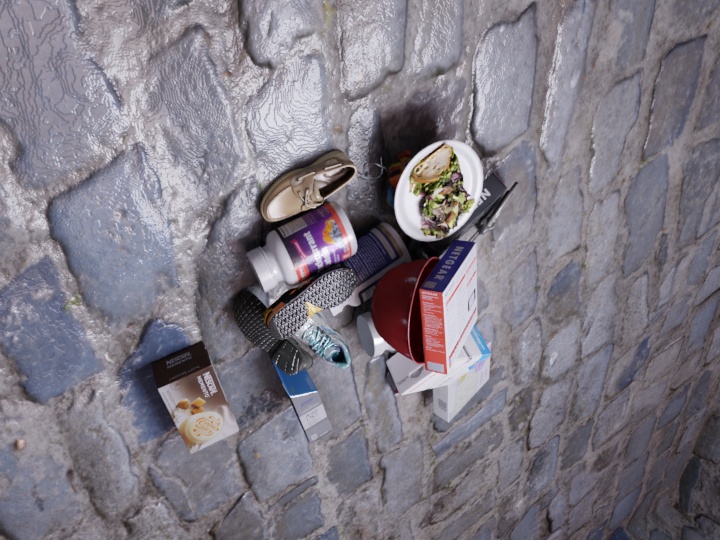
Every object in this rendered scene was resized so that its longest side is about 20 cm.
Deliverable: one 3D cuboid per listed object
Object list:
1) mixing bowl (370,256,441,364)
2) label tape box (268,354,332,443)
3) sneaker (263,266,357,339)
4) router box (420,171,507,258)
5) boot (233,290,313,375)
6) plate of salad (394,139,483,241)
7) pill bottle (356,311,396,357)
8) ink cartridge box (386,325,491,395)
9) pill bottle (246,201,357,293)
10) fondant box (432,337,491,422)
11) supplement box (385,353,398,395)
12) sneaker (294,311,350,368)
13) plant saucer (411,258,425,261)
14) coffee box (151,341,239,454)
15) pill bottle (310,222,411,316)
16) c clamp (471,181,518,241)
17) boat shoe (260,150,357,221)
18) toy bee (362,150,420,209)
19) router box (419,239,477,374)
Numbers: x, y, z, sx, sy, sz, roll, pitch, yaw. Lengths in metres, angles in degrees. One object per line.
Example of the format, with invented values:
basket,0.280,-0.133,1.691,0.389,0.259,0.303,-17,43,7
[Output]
mixing bowl,0.087,0.070,1.067,0.199,0.106,0.207,-25,119,-57
label tape box,-0.135,0.253,1.197,0.062,0.145,0.204,-25,129,-13
sneaker,-0.101,0.046,1.050,0.198,0.090,0.071,-34,120,-14
router box,0.219,-0.110,1.187,0.199,0.051,0.149,-43,173,-2
boot,-0.180,0.133,1.131,0.067,0.201,0.131,-40,175,-1
plate of salad,0.155,-0.144,1.041,0.195,0.048,0.205,-13,123,-21
pill bottle,0.097,0.115,1.230,0.195,0.117,0.119,-17,126,-20
ink cartridge box,0.175,0.196,1.222,0.197,0.086,0.146,3,142,-48
pill bottle,-0.113,-0.040,1.049,0.196,0.112,0.113,-28,130,-13
fondant box,0.274,0.287,1.482,0.198,0.057,0.148,-36,134,-34
supplement box,0.136,0.216,1.369,0.106,0.061,0.204,-10,135,-26
sneaker,-0.083,0.149,1.202,0.078,0.086,0.199,-46,131,3
plant saucer,0.112,0.057,1.297,0.195,0.032,0.205,-15,124,-22
coffee box,-0.335,0.263,1.126,0.112,0.080,0.204,-22,128,-17
pill bottle,0.000,0.000,1.139,0.197,0.116,0.117,-33,130,-9
c clamp,0.297,-0.116,1.232,0.172,0.027,0.200,-52,172,-4
boat shoe,-0.097,-0.152,1.019,0.198,0.065,0.072,-36,131,-7
toy bee,0.098,-0.180,1.088,0.202,0.127,0.111,62,38,-46
router box,0.179,0.067,1.077,0.200,0.048,0.184,-46,136,-49
